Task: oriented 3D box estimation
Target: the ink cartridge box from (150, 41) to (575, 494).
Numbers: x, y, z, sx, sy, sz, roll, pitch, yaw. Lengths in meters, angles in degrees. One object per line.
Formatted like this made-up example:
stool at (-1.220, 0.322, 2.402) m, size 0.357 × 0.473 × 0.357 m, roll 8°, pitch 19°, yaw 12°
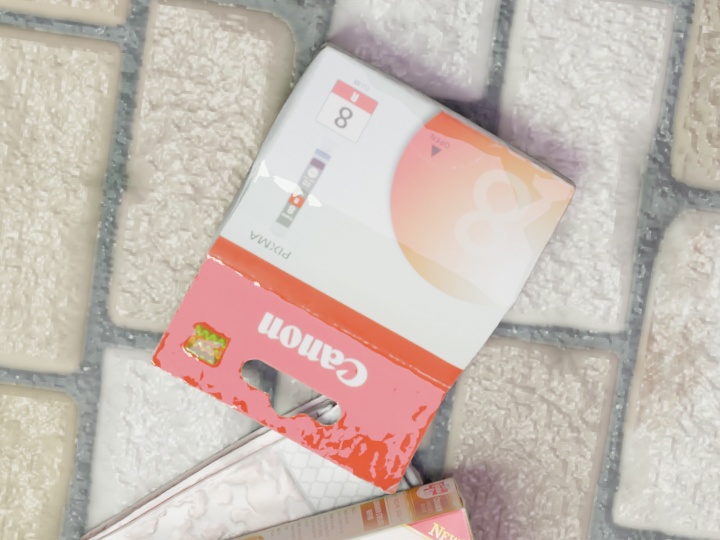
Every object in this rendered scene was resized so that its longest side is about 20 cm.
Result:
ink cartridge box at (0.000, 0.000, 1.573) m, size 0.162 × 0.050 × 0.201 m, roll 29°, pitch 87°, yaw -8°

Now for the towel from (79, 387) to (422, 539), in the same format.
towel at (-0.032, 0.190, 1.636) m, size 0.191 × 0.032 × 0.200 m, roll -31°, pitch 101°, yaw 4°

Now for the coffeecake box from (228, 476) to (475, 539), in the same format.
coffeecake box at (-0.020, 0.219, 1.589) m, size 0.199 × 0.073 × 0.154 m, roll -16°, pitch 101°, yaw 0°
